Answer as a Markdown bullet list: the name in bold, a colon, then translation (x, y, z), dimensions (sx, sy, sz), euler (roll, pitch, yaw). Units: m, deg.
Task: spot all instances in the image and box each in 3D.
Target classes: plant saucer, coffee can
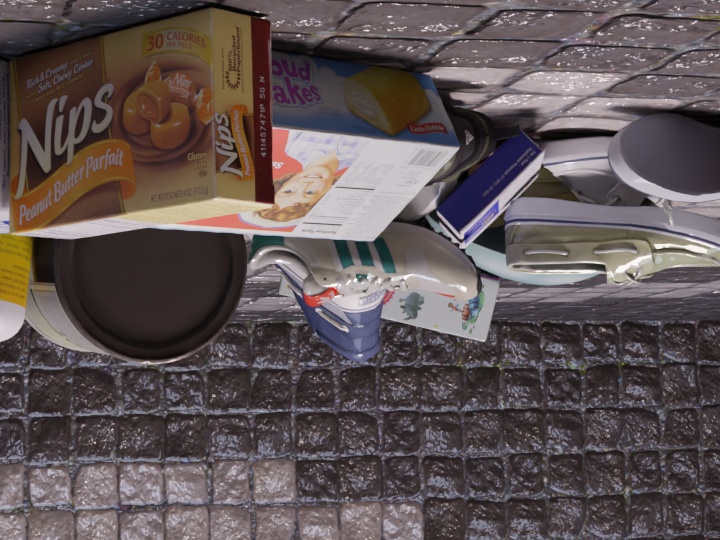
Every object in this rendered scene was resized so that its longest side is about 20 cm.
- **plant saucer**: translation (0.144, -0.027, 1.769), dimensions (0.199, 0.039, 0.201), euler (14, -159, -5)
- **coffee can**: translation (-0.186, -0.006, 1.474), dimensions (0.145, 0.148, 0.200), euler (1, 179, -21)

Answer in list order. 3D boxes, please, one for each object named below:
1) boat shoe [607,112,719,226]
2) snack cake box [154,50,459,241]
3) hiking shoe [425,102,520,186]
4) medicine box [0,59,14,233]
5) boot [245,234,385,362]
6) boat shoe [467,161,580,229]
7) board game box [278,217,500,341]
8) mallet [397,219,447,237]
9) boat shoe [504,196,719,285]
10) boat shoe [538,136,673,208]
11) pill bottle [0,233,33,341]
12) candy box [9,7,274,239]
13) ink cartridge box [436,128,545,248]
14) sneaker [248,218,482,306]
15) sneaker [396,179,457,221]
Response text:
- **boat shoe**: translation (0.267, -0.080, 1.541), dimensions (0.200, 0.075, 0.086), euler (-5, 160, -34)
- **snack cake box**: translation (-0.046, -0.082, 1.285), dimensions (0.199, 0.068, 0.115), euler (3, 144, -40)
- **hiking shoe**: translation (0.034, -0.086, 1.439), dimensions (0.100, 0.077, 0.199), euler (-3, -177, -30)
- **medicine box**: translation (-0.315, -0.083, 1.268), dimensions (0.180, 0.104, 0.200), euler (-3, 173, 17)
- **boot**: translation (-0.053, -0.005, 1.668), dimensions (0.072, 0.200, 0.091), euler (-26, 141, -25)
- **boat shoe**: translation (0.179, -0.063, 1.762), dimensions (0.199, 0.064, 0.073), euler (5, 172, -44)
- **board game box**: translation (0.032, -0.007, 1.796), dimensions (0.198, 0.065, 0.148), euler (12, -161, 2)
- **mallet**: translation (0.042, -0.048, 1.723), dimensions (0.065, 0.042, 0.200), euler (-2, -165, -29)
- **boat shoe**: translation (0.218, -0.018, 1.599), dimensions (0.198, 0.063, 0.072), euler (5, 168, 12)
- **boat shoe**: translation (0.221, -0.075, 1.638), dimensions (0.073, 0.066, 0.199), euler (-6, 173, 40)
- **pill bottle**: translation (-0.296, -0.014, 1.415), dimensions (0.103, 0.202, 0.104), euler (5, 171, 1)
- **candy box**: translation (-0.141, -0.088, 1.191), dimensions (0.199, 0.117, 0.055), euler (-7, 171, 43)
- **ink cartridge box**: translation (0.107, -0.066, 1.563), dimensions (0.095, 0.037, 0.200), euler (-44, 177, 0)
- **sneaker**: translation (0.000, 0.000, 1.566), dimensions (0.198, 0.094, 0.070), euler (24, 159, 13)
- **sneaker**: translation (0.043, -0.082, 1.607), dimensions (0.088, 0.076, 0.200), euler (-21, -179, -27)
